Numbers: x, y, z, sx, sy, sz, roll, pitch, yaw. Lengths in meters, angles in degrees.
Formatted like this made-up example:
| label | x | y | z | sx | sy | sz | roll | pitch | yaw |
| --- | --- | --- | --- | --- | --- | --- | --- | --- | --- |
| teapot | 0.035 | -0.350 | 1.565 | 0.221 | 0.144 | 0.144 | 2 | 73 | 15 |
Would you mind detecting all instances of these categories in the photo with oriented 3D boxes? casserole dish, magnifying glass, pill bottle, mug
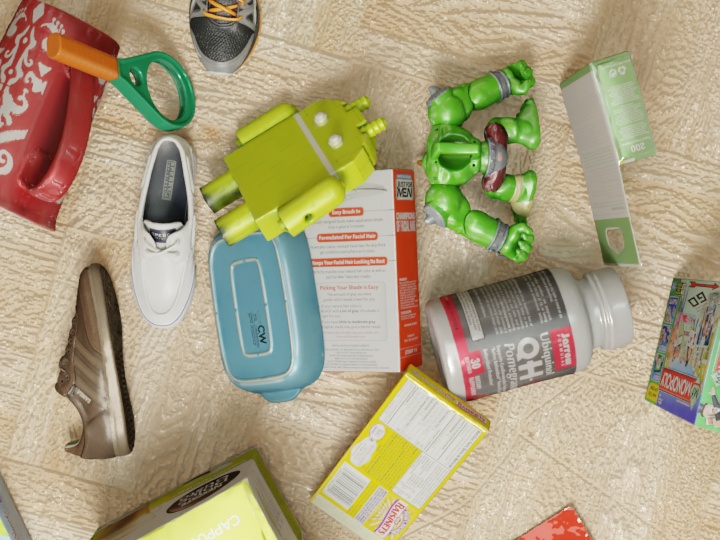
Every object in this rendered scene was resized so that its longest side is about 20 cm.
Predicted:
| label | x | y | z | sx | sy | sz | roll | pitch | yaw |
| --- | --- | --- | --- | --- | --- | --- | --- | --- | --- |
| casserole dish | -0.103 | 0.037 | 1.229 | 0.120 | 0.039 | 0.203 | -10 | 89 | 29 |
| magnifying glass | -0.231 | -0.191 | 1.181 | 0.022 | 0.199 | 0.081 | -14 | 75 | 27 |
| pill bottle | 0.173 | 0.060 | 1.230 | 0.197 | 0.111 | 0.112 | -15 | 92 | -1 |
| mug | -0.312 | -0.150 | 1.199 | 0.176 | 0.133 | 0.202 | 22 | 86 | 21 |

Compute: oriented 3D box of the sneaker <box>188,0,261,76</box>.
| label | x | y | z | sx | sy | sz | roll | pitch | yaw |
| --- | --- | --- | --- | --- | --- | --- | --- | --- | --- |
| sneaker | -0.136 | -0.303 | 1.231 | 0.077 | 0.077 | 0.203 | 7 | 92 | -3 |

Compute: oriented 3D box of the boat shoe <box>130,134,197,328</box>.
| label | x | y | z | sx | sy | sz | roll | pitch | yaw |
| --- | --- | --- | --- | --- | --- | --- | --- | --- | --- |
| boat shoe | -0.206 | -0.040 | 1.239 | 0.072 | 0.065 | 0.204 | -1 | 91 | -2 |

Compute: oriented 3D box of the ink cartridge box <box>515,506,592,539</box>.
| label | x | y | z | sx | sy | sz | roll | pitch | yaw |
| --- | --- | --- | --- | --- | --- | --- | --- | --- | --- |
| ink cartridge box | 0.184 | 0.374 | 1.268 | 0.198 | 0.050 | 0.163 | -32 | 92 | 2 |

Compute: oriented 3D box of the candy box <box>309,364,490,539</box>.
| label | x | y | z | sx | sy | sz | roll | pitch | yaw |
| --- | --- | --- | --- | --- | --- | --- | --- | --- | --- |
| candy box | 0.038 | 0.197 | 1.227 | 0.102 | 0.026 | 0.201 | 34 | 118 | -3 |

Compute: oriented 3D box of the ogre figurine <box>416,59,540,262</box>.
| label | x | y | z | sx | sy | sz | roll | pitch | yaw |
| --- | --- | --- | --- | --- | --- | --- | --- | --- | --- |
| ogre figurine | 0.123 | -0.118 | 1.234 | 0.118 | 0.098 | 0.203 | 4 | 102 | -13 |

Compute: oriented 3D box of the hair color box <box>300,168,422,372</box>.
| label | x | y | z | sx | sy | sz | roll | pitch | yaw |
| --- | --- | --- | --- | --- | --- | --- | --- | --- | --- |
| hair color box | 0.000 | 0.000 | 1.229 | 0.109 | 0.064 | 0.204 | -1 | 93 | 26 |

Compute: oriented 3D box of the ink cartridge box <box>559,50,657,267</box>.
| label | x | y | z | sx | sy | sz | roll | pitch | yaw |
| --- | --- | --- | --- | --- | --- | --- | --- | --- | --- |
| ink cartridge box | 0.258 | -0.108 | 1.211 | 0.047 | 0.146 | 0.203 | -16 | 92 | -2 |

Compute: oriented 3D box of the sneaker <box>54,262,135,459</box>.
| label | x | y | z | sx | sy | sz | roll | pitch | yaw |
| --- | --- | --- | --- | --- | --- | --- | --- | --- | --- |
| sneaker | -0.284 | 0.096 | 1.238 | 0.074 | 0.070 | 0.203 | -8 | 91 | 0 |

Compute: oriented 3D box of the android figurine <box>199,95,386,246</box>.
| label | x | y | z | sx | sy | sz | roll | pitch | yaw |
| --- | --- | --- | --- | --- | --- | --- | --- | --- | --- |
| android figurine | -0.065 | -0.106 | 1.204 | 0.198 | 0.183 | 0.041 | -31 | 132 | 2 |

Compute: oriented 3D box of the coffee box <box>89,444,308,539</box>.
| label | x | y | z | sx | sy | sz | roll | pitch | yaw |
| --- | --- | --- | --- | --- | --- | --- | --- | --- | --- |
| coffee box | -0.146 | 0.319 | 1.182 | 0.198 | 0.198 | 0.202 | -28 | 92 | -1 |

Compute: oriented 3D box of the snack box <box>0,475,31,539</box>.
| label | x | y | z | sx | sy | sz | roll | pitch | yaw |
| --- | --- | --- | --- | --- | --- | --- | --- | --- | --- |
| snack box | -0.442 | 0.315 | 1.239 | 0.198 | 0.068 | 0.171 | -26 | 91 | -3 |

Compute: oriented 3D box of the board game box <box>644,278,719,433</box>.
| label | x | y | z | sx | sy | sz | roll | pitch | yaw |
| --- | --- | --- | --- | --- | --- | --- | --- | --- | --- |
| board game box | 0.333 | 0.078 | 1.190 | 0.029 | 0.200 | 0.137 | 14 | 90 | 0 |
